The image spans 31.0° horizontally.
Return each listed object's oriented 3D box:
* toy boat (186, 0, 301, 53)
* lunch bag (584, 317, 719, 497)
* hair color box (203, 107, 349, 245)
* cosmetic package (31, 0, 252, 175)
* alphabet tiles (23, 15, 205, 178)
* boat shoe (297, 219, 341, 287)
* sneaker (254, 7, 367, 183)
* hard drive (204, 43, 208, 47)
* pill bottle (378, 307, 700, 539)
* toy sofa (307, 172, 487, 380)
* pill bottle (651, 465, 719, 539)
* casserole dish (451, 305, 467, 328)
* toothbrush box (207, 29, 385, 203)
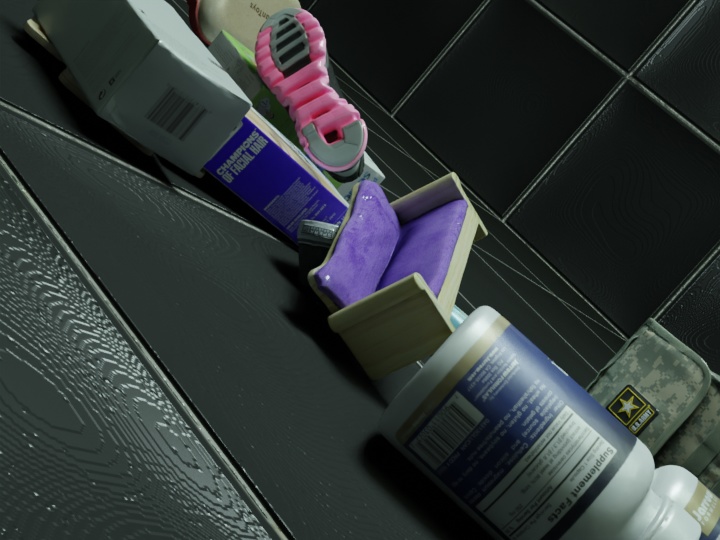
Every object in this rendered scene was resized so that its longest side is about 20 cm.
[{"bbox_3d":[-0.176,-0.349,1.791,0.130,0.131,0.200,11,-12,40],"label":"toy boat"},{"bbox_3d":[0.311,0.169,1.306,0.200,0.164,0.118,40,6,-1],"label":"lunch bag"},{"bbox_3d":[-0.096,-0.103,1.186,0.200,0.065,0.109,38,9,-41],"label":"hair color box"},{"bbox_3d":[-0.184,-0.177,1.074,0.113,0.081,0.200,32,15,-44],"label":"cosmetic package"},{"bbox_3d":[-0.214,-0.155,1.148,0.195,0.015,0.200,41,9,-15],"label":"alphabet tiles"},{"bbox_3d":[0.000,0.000,1.156,0.070,0.067,0.200,10,-1,22],"label":"boat shoe"},{"bbox_3d":[-0.046,-0.173,1.322,0.095,0.079,0.201,54,13,-68],"label":"sneaker"},{"bbox_3d":[-0.175,-0.266,1.777,0.132,0.027,0.200,38,10,-15],"label":"hard drive"},{"bbox_3d":[0.118,0.128,0.844,0.200,0.111,0.111,42,9,6],"label":"pill bottle"},{"bbox_3d":[0.035,-0.012,1.041,0.098,0.083,0.200,57,25,-17],"label":"toy sofa"},{"bbox_3d":[0.238,0.217,0.963,0.200,0.111,0.111,42,9,6],"label":"pill bottle"},{"bbox_3d":[0.125,0.087,1.301,0.200,0.039,0.121,40,3,2],"label":"casserole dish"},{"bbox_3d":[-0.087,-0.154,1.431,0.200,0.086,0.146,32,15,-40],"label":"toothbrush box"}]
